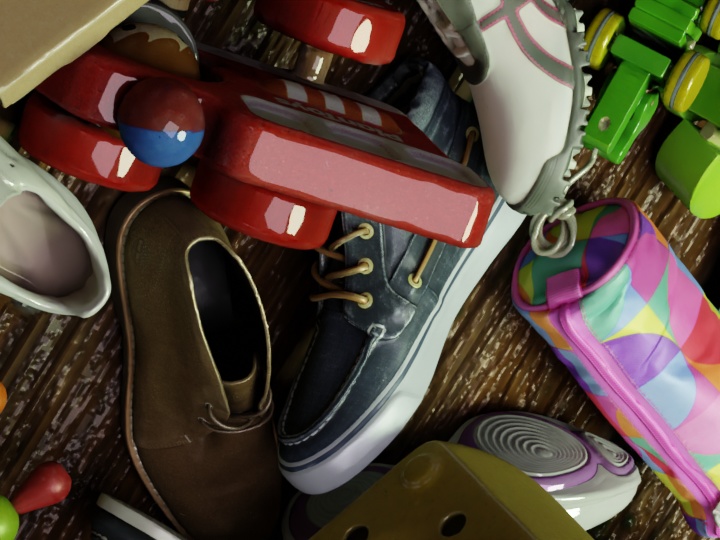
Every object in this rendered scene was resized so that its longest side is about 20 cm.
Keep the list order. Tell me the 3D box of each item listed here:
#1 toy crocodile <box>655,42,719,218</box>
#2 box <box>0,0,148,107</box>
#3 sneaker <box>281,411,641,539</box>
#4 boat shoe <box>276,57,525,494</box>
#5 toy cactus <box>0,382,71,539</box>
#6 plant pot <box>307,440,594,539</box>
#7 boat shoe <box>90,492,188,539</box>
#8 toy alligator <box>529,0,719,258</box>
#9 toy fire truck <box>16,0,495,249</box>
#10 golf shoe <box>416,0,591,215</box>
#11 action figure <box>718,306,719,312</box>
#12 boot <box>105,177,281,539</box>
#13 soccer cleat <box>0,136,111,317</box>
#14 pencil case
[{"bbox_3d":[0.211,-0.119,1.046,0.061,0.067,0.201,17,103,-43],"label":"toy crocodile"},{"bbox_3d":[-0.107,-0.182,0.802,0.199,0.164,0.021,-38,164,-9],"label":"box"},{"bbox_3d":[0.050,0.134,1.067,0.198,0.075,0.100,-13,128,-19],"label":"sneaker"},{"bbox_3d":[0.000,0.000,0.965,0.091,0.071,0.201,43,67,-29],"label":"boat shoe"},{"bbox_3d":[-0.231,0.080,0.875,0.165,0.102,0.200,-40,133,3],"label":"toy cactus"},{"bbox_3d":[0.059,0.196,0.937,0.195,0.194,0.201,-38,125,-6],"label":"plant pot"},{"bbox_3d":[-0.076,0.182,1.004,0.066,0.074,0.200,-52,135,-12],"label":"boat shoe"},{"bbox_3d":[0.139,-0.096,1.025,0.201,0.059,0.054,-63,164,6],"label":"toy alligator"},{"bbox_3d":[-0.054,-0.069,0.847,0.198,0.168,0.113,18,101,-20],"label":"toy fire truck"},{"bbox_3d":[0.054,-0.124,0.942,0.087,0.077,0.202,-5,91,-19],"label":"golf shoe"},{"bbox_3d":[0.244,-0.038,1.107,0.117,0.055,0.202,-4,109,-28],"label":"action figure"},{"bbox_3d":[-0.069,0.061,0.959,0.073,0.075,0.202,-24,121,-22],"label":"boot"},{"bbox_3d":[-0.181,-0.045,0.850,0.199,0.077,0.070,35,91,-34],"label":"soccer cleat"},{"bbox_3d":[0.160,0.055,1.063,0.088,0.088,0.200,-43,114,-6],"label":"pencil case"}]
